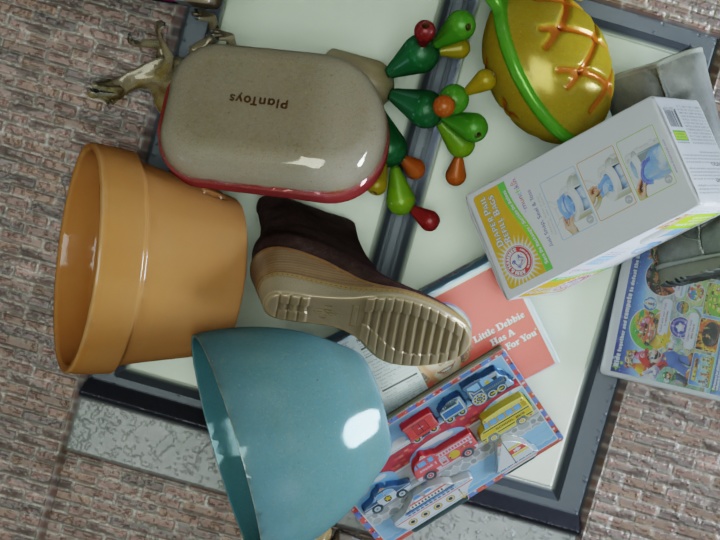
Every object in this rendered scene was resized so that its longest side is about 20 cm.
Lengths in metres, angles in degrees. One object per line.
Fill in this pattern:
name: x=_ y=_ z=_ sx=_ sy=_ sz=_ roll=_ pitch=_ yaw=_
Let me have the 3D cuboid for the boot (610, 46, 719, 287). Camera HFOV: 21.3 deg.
boot: x=0.320 y=-0.099 z=1.709 sx=0.180 sy=0.073 sz=0.202 roll=-12 pitch=79 yaw=15

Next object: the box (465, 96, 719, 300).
box: x=0.210 y=-0.061 z=1.668 sx=0.199 sy=0.112 sz=0.102 roll=-28 pitch=79 yaw=28

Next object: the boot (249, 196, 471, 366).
boot: x=0.000 y=0.000 z=1.691 sx=0.198 sy=0.167 sz=0.073 roll=15 pitch=121 yaw=-11

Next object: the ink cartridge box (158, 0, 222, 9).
ink cartridge box: x=-0.216 y=-0.277 z=1.656 sx=0.198 sy=0.165 sz=0.076 roll=9 pitch=97 yaw=-1

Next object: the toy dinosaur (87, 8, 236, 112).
toy dinosaur: x=-0.144 y=-0.177 z=1.728 sx=0.198 sy=0.058 sz=0.102 roll=8 pitch=120 yaw=-12

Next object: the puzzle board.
puzzle board: x=0.074 y=0.165 z=1.733 sx=0.199 sy=0.017 sz=0.151 roll=-32 pitch=132 yaw=6

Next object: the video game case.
video game case: x=0.328 y=0.046 z=1.743 sx=0.198 sy=0.018 sz=0.145 roll=13 pitch=96 yaw=17

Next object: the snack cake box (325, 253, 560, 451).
snack cake box: x=0.068 y=0.075 z=1.747 sx=0.199 sy=0.067 sz=0.116 roll=-27 pitch=95 yaw=2

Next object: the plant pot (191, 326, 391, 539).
plant pot: x=-0.051 y=0.132 z=1.618 sx=0.134 sy=0.200 sz=0.202 roll=-16 pitch=96 yaw=-11

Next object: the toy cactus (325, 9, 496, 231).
toy cactus: x=0.034 y=-0.145 z=1.708 sx=0.164 sy=0.102 sz=0.201 roll=26 pitch=127 yaw=18

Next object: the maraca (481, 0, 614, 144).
maraca: x=0.156 y=-0.201 z=1.696 sx=0.106 sy=0.137 sz=0.201 roll=-27 pitch=89 yaw=29

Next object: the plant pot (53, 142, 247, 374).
plant pot: x=-0.183 y=-0.003 z=1.681 sx=0.139 sy=0.200 sz=0.202 roll=7 pitch=96 yaw=-18

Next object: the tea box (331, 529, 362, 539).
tea box: x=0.026 y=0.375 z=1.743 sx=0.199 sy=0.134 sz=0.198 roll=25 pitch=95 yaw=-4

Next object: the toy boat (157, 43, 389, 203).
toy boat: x=-0.073 y=-0.113 z=1.675 sx=0.198 sy=0.131 sz=0.132 roll=7 pitch=66 yaw=8

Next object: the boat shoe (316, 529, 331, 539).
boat shoe: x=-0.100 y=0.309 z=1.771 sx=0.069 sy=0.074 sz=0.201 roll=30 pitch=94 yaw=8
